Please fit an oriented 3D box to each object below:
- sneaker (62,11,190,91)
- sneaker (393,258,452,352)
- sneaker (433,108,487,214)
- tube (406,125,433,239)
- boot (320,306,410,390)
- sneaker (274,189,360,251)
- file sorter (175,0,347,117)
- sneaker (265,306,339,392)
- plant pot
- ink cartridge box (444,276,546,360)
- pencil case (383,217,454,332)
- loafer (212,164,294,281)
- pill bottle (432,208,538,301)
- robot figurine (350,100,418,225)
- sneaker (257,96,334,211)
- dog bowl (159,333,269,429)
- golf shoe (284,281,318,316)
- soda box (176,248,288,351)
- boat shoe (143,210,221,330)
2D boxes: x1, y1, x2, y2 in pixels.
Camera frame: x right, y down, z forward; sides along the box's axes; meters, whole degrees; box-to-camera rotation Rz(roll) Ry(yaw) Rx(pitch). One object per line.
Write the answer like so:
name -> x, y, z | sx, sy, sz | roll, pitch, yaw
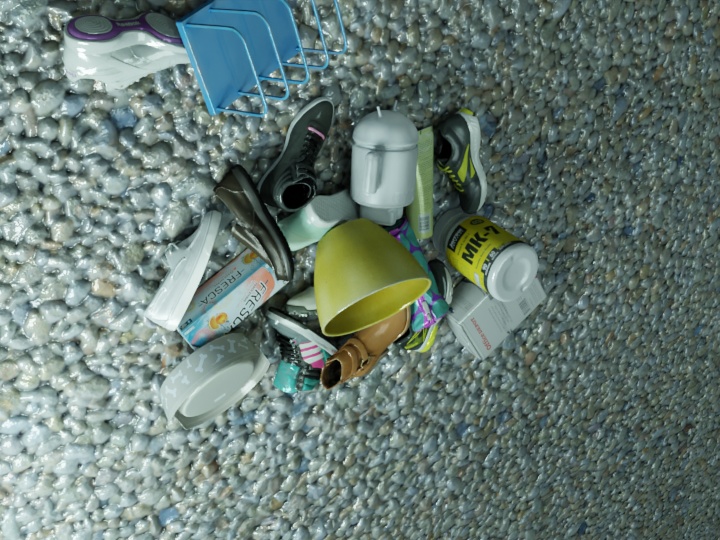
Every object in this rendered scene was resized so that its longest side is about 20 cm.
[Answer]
sneaker -> -0.311, -0.297, 1.129 | 0.198, 0.075, 0.100 | -9, 143, -35
sneaker -> 0.118, 0.074, 1.614 | 0.084, 0.074, 0.203 | -2, 116, -34
sneaker -> 0.177, -0.194, 1.524 | 0.084, 0.074, 0.203 | -22, 117, -21
tube -> 0.109, -0.159, 1.509 | 0.051, 0.058, 0.203 | -2, 117, 1
boot -> 0.004, 0.123, 1.495 | 0.154, 0.077, 0.201 | -26, 154, -44
sneaker -> -0.067, -0.082, 1.425 | 0.117, 0.075, 0.199 | -28, 167, 31
file sorter -> -0.127, -0.322, 1.155 | 0.200, 0.122, 0.140 | -47, 137, -34
sneaker -> -0.126, 0.155, 1.496 | 0.200, 0.083, 0.122 | 40, 79, -43
plant pot -> 0.000, 0.000, 1.378 | 0.198, 0.143, 0.200 | -23, 164, -7
ink cartridge box -> 0.275, 0.066, 1.725 | 0.200, 0.085, 0.146 | -44, 132, -9
pencil case -> 0.092, 0.008, 1.515 | 0.084, 0.092, 0.202 | -27, 103, 1
loafer -> -0.169, -0.066, 1.314 | 0.071, 0.073, 0.202 | -28, 93, 1
pill bottle -> 0.230, -0.035, 1.557 | 0.113, 0.200, 0.116 | -17, 124, -27
robot figurine -> 0.040, -0.181, 1.394 | 0.170, 0.111, 0.203 | -53, 148, -64
sneaker -> -0.084, -0.178, 1.323 | 0.070, 0.099, 0.201 | 29, 95, -40
dog bowl -> -0.247, 0.183, 1.383 | 0.199, 0.059, 0.201 | -35, 161, -13
golf shoe -> -0.056, 0.023, 1.484 | 0.198, 0.077, 0.089 | -21, 106, -31
soda box -> -0.217, 0.044, 1.371 | 0.199, 0.068, 0.064 | -41, 132, -11
boat shoe -> -0.282, -0.008, 1.303 | 0.068, 0.072, 0.202 | 24, 97, -13
